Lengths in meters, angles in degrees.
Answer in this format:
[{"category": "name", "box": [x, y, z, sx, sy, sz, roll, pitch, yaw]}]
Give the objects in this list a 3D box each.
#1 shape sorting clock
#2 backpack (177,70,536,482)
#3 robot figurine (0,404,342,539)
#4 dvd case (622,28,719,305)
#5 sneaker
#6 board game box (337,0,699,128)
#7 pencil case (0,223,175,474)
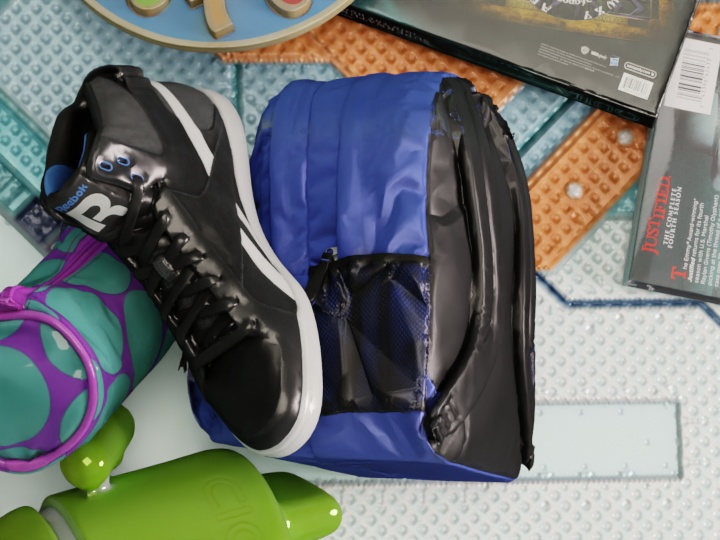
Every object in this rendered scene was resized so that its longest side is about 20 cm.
[{"category": "shape sorting clock", "box": [-0.074, -0.207, 1.339, 0.199, 0.039, 0.201, -2, 63, 4]}, {"category": "backpack", "box": [0.000, 0.000, 1.270, 0.167, 0.162, 0.201, 1, 82, 16]}, {"category": "robot figurine", "box": [-0.107, 0.158, 1.245, 0.199, 0.116, 0.177, -15, 107, -22]}, {"category": "dvd case", "box": [0.251, -0.043, 1.369, 0.199, 0.022, 0.147, 11, 80, -4]}, {"category": "sneaker", "box": [-0.094, -0.004, 1.179, 0.112, 0.073, 0.201, 11, 49, -45]}, {"category": "board game box", "box": [0.088, -0.174, 1.361, 0.199, 0.028, 0.136, 21, 80, 5]}, {"category": "pencil case", "box": [-0.138, 0.023, 1.238, 0.085, 0.200, 0.093, 1, 110, 13]}]
